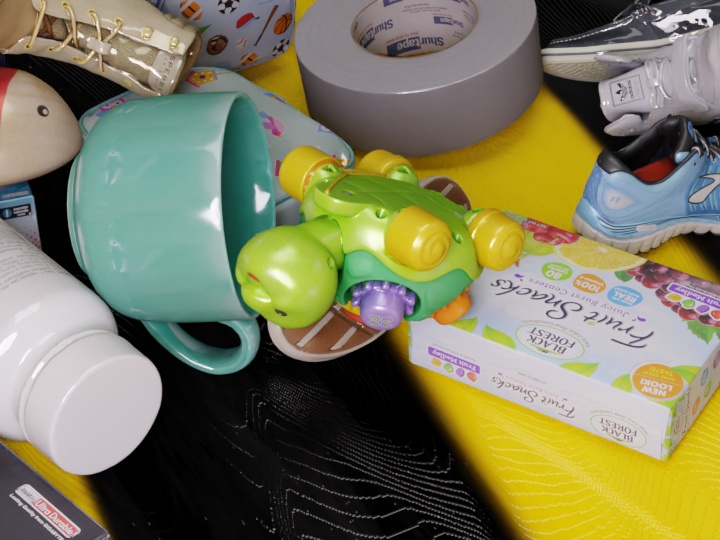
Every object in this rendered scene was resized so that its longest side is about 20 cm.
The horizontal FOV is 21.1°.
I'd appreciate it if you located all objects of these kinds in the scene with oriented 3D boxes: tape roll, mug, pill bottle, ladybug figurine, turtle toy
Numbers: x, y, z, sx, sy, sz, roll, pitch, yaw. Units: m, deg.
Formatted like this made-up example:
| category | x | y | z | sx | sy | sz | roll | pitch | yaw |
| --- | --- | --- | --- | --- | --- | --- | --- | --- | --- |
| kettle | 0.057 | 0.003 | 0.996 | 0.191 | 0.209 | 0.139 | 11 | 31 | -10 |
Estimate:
| category | x | y | z | sx | sy | sz | roll | pitch | yaw |
| --- | --- | --- | --- | --- | --- | --- | --- | --- | --- |
| tape roll | 0.049 | -0.178 | 1.593 | 0.200 | 0.066 | 0.200 | -8 | 39 | 6 |
| mug | -0.129 | -0.026 | 1.300 | 0.114 | 0.185 | 0.152 | -2 | -7 | 11 |
| pill bottle | -0.227 | 0.048 | 1.285 | 0.114 | 0.115 | 0.200 | -29 | 46 | -32 |
| ladybug figurine | -0.304 | -0.106 | 1.413 | 0.200 | 0.072 | 0.136 | -4 | 23 | 4 |
| turtle toy | 0.002 | -0.013 | 1.282 | 0.200 | 0.101 | 0.146 | -2 | 25 | -46 |

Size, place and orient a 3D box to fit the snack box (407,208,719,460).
| category | x | y | z | sx | sy | sz | roll | pitch | yaw |
| --- | --- | --- | --- | --- | --- | --- | --- | --- | --- |
| snack box | 0.152 | 0.041 | 1.349 | 0.200 | 0.053 | 0.142 | 20 | 43 | 24 |

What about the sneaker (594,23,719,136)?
| category | x | y | z | sx | sy | sz | roll | pitch | yaw |
| --- | --- | --- | --- | --- | --- | --- | --- | --- | --- |
| sneaker | 0.247 | -0.146 | 1.521 | 0.115 | 0.075 | 0.200 | -8 | -4 | 3 |

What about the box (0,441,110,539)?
| category | x | y | z | sx | sy | sz | roll | pitch | yaw |
| --- | --- | --- | --- | --- | --- | --- | --- | --- | --- |
| box | -0.288 | 0.173 | 1.181 | 0.198 | 0.050 | 0.200 | -30 | 48 | -32 |

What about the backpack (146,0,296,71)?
| category | x | y | z | sx | sy | sz | roll | pitch | yaw |
| --- | --- | --- | --- | --- | --- | --- | --- | --- | --- |
| backpack | -0.143 | -0.257 | 1.615 | 0.200 | 0.191 | 0.154 | -24 | 44 | -29 |

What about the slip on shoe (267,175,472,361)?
| category | x | y | z | sx | sy | sz | roll | pitch | yaw |
| --- | --- | --- | --- | --- | --- | --- | --- | --- | --- |
| slip on shoe | 0.000 | 0.000 | 1.399 | 0.200 | 0.076 | 0.061 | -45 | 16 | -33 |

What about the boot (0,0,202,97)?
| category | x | y | z | sx | sy | sz | roll | pitch | yaw |
| --- | --- | --- | --- | --- | --- | --- | --- | --- | --- |
| boot | -0.206 | -0.173 | 1.429 | 0.155 | 0.073 | 0.200 | 29 | 19 | 2 |

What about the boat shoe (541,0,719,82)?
| category | x | y | z | sx | sy | sz | roll | pitch | yaw |
| --- | --- | --- | --- | --- | --- | --- | --- | --- | --- |
| boat shoe | 0.245 | -0.201 | 1.612 | 0.200 | 0.075 | 0.062 | -11 | 77 | 16 |

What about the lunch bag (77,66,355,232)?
| category | x | y | z | sx | sy | sz | roll | pitch | yaw |
| --- | --- | --- | --- | --- | --- | --- | --- | --- | --- |
| lunch bag | -0.116 | -0.073 | 1.473 | 0.160 | 0.077 | 0.200 | -32 | 48 | -33 |

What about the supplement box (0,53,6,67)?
| category | x | y | z | sx | sy | sz | roll | pitch | yaw |
| --- | --- | --- | --- | --- | --- | --- | --- | --- | --- |
| supplement box | -0.396 | -0.171 | 1.546 | 0.200 | 0.134 | 0.200 | -12 | 41 | -16 |

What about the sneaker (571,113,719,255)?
| category | x | y | z | sx | sy | sz | roll | pitch | yaw |
| --- | --- | --- | --- | --- | --- | --- | --- | --- | --- |
| sneaker | 0.257 | -0.076 | 1.470 | 0.200 | 0.090 | 0.078 | -18 | 42 | -25 |

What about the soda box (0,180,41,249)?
| category | x | y | z | sx | sy | sz | roll | pitch | yaw |
| --- | --- | --- | --- | --- | --- | --- | --- | --- | --- |
| soda box | -0.336 | -0.022 | 1.406 | 0.200 | 0.069 | 0.064 | -11 | 31 | -15 |
